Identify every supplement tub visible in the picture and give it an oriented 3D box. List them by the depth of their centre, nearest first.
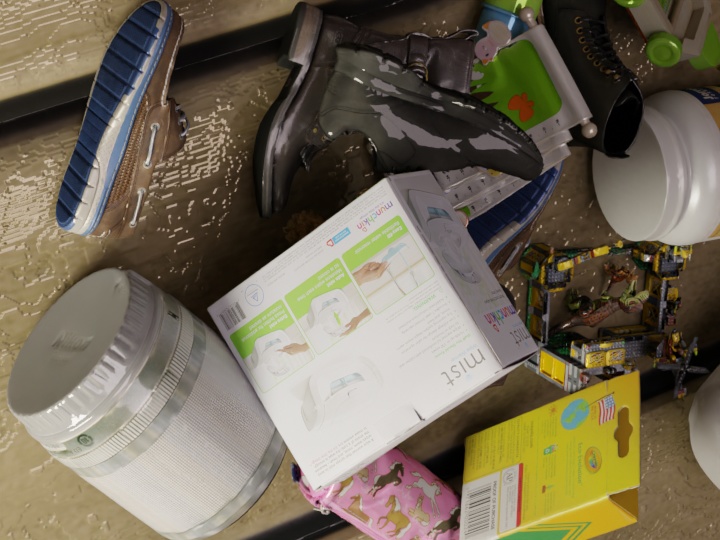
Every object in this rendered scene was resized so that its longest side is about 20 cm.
[{"bbox_3d":[0.331,-0.101,1.606,0.199,0.144,0.145,-9,109,-25],"label":"supplement tub"}]

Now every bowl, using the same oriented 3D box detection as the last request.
[{"bbox_3d":[0.397,0.112,1.707,0.200,0.075,0.200,-47,163,-8],"label":"bowl"}]

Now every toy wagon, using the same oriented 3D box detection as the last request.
[{"bbox_3d":[0.280,-0.249,1.553,0.200,0.039,0.156,54,42,-29],"label":"toy wagon"}]

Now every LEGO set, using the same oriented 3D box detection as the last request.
[{"bbox_3d":[0.248,0.044,1.623,0.199,0.116,0.155,3,104,-28],"label":"LEGO set"}]

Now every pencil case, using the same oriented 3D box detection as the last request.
[{"bbox_3d":[0.030,0.214,1.586,0.200,0.083,0.087,36,100,-31],"label":"pencil case"}]

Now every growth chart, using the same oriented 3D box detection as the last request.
[{"bbox_3d":[0.103,-0.121,1.496,0.200,0.018,0.145,-38,84,13],"label":"growth chart"}]

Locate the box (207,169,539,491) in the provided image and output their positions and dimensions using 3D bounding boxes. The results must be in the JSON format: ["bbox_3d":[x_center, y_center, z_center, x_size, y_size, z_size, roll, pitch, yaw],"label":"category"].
[{"bbox_3d":[0.009,0.048,1.379,0.200,0.097,0.177,-36,82,24],"label":"box"}]

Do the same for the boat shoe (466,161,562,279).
[{"bbox_3d":[0.115,-0.037,1.552,0.200,0.072,0.072,-50,153,11],"label":"boat shoe"}]

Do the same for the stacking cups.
[{"bbox_3d":[0.123,-0.209,1.516,0.060,0.060,0.201,16,98,-30],"label":"stacking cups"}]

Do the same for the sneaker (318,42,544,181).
[{"bbox_3d":[0.055,-0.112,1.415,0.199,0.076,0.091,24,97,-11],"label":"sneaker"}]

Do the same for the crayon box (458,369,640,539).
[{"bbox_3d":[0.182,0.183,1.556,0.051,0.199,0.128,38,43,-32],"label":"crayon box"}]

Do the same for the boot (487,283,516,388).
[{"bbox_3d":[0.102,0.065,1.509,0.199,0.186,0.065,8,60,-54],"label":"boot"}]

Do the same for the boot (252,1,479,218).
[{"bbox_3d":[0.007,-0.124,1.454,0.173,0.069,0.201,14,97,-14],"label":"boot"}]

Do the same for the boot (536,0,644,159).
[{"bbox_3d":[0.212,-0.202,1.518,0.077,0.138,0.202,-3,106,-25],"label":"boot"}]

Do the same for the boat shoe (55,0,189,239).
[{"bbox_3d":[-0.180,-0.120,1.389,0.072,0.072,0.201,15,108,-34],"label":"boat shoe"}]

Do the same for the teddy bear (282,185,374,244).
[{"bbox_3d":[0.000,0.000,1.489,0.144,0.067,0.201,14,121,3],"label":"teddy bear"}]

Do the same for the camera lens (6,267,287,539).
[{"bbox_3d":[-0.168,0.113,1.408,0.200,0.160,0.160,42,85,-30],"label":"camera lens"}]
